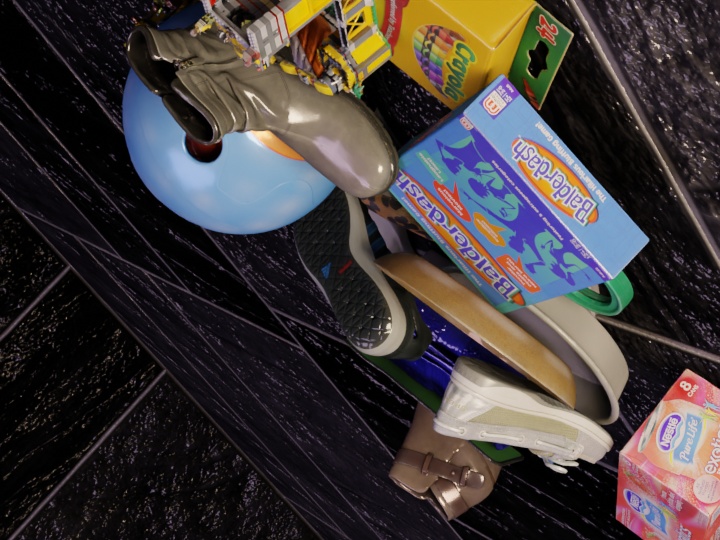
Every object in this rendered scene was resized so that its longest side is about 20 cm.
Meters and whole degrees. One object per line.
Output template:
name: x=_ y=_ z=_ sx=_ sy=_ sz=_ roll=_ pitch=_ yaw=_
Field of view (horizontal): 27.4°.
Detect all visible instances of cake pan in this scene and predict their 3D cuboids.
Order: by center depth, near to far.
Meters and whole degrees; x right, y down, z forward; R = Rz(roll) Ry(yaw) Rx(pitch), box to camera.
cake pan: x=0.153 y=0.055 z=1.287 sx=0.200 sy=0.037 sz=0.200 roll=39 pitch=165 yaw=12

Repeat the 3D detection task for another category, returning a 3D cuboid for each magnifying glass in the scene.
magnifying glass: x=0.135 y=-0.012 z=1.178 sx=0.200 sy=0.022 sz=0.080 roll=25 pitch=157 yaw=49

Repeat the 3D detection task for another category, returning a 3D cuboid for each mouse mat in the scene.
mouse mat: x=0.074 y=0.128 z=1.471 sx=0.200 sy=0.008 sz=0.161 roll=38 pitch=-174 yaw=15

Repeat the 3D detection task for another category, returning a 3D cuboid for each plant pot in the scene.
plant pot: x=0.097 y=0.042 z=1.190 sx=0.200 sy=0.028 sz=0.200 roll=36 pitch=180 yaw=0

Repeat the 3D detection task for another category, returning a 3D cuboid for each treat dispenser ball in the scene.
treat dispenser ball: x=-0.101 y=-0.132 z=1.253 sx=0.201 sy=0.201 sz=0.201 roll=38 pitch=164 yaw=13

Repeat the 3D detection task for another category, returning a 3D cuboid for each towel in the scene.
towel: x=0.072 y=0.088 z=1.404 sx=0.200 sy=0.050 sz=0.148 roll=38 pitch=160 yaw=17

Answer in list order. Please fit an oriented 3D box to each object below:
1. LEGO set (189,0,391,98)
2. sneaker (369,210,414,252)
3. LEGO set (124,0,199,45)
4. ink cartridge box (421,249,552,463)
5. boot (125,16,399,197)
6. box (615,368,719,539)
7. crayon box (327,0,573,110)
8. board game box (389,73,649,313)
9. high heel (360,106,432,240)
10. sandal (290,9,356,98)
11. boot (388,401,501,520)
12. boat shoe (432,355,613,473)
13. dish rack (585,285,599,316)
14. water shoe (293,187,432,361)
LEGO set: x=-0.080 y=-0.190 z=1.015 sx=0.200 sy=0.116 sz=0.154 roll=46 pitch=165 yaw=16
sneaker: x=0.003 y=-0.022 z=1.520 sx=0.073 sy=0.085 sz=0.200 roll=29 pitch=158 yaw=44
LEGO set: x=-0.162 y=-0.166 z=1.431 sx=0.200 sy=0.116 sz=0.154 roll=52 pitch=162 yaw=-28
ink cartridge box: x=0.131 y=0.086 z=1.493 sx=0.200 sy=0.085 sz=0.145 roll=34 pitch=162 yaw=32
boot: x=-0.076 y=-0.111 z=1.084 sx=0.200 sy=0.131 sz=0.068 roll=45 pitch=128 yaw=11
box: x=0.296 y=0.185 z=1.324 sx=0.095 sy=0.103 sz=0.200 roll=36 pitch=165 yaw=23
crayon box: x=0.047 y=-0.184 z=1.033 sx=0.200 sy=0.051 sz=0.127 roll=39 pitch=164 yaw=9
board game box: x=0.102 y=-0.048 z=1.071 sx=0.152 sy=0.045 sz=0.200 roll=47 pitch=163 yaw=-5
high heel: x=-0.002 y=-0.075 z=1.400 sx=0.143 sy=0.071 sz=0.200 roll=54 pitch=153 yaw=-17
sandal: x=-0.035 y=-0.219 z=1.144 sx=0.207 sy=0.059 sz=0.079 roll=64 pitch=157 yaw=0
boot: x=0.085 y=0.196 z=1.787 sx=0.200 sy=0.146 sz=0.070 roll=38 pitch=166 yaw=15
boat shoe: x=0.139 y=0.130 z=1.249 sx=0.202 sy=0.065 sz=0.074 roll=25 pitch=-173 yaw=-45
dish rack: x=0.131 y=-0.037 z=1.238 sx=0.171 sy=0.044 sz=0.200 roll=33 pitch=162 yaw=29
water shoe: x=0.000 y=0.000 z=1.310 sx=0.079 sy=0.071 sz=0.201 roll=26 pitch=-145 yaw=-47
